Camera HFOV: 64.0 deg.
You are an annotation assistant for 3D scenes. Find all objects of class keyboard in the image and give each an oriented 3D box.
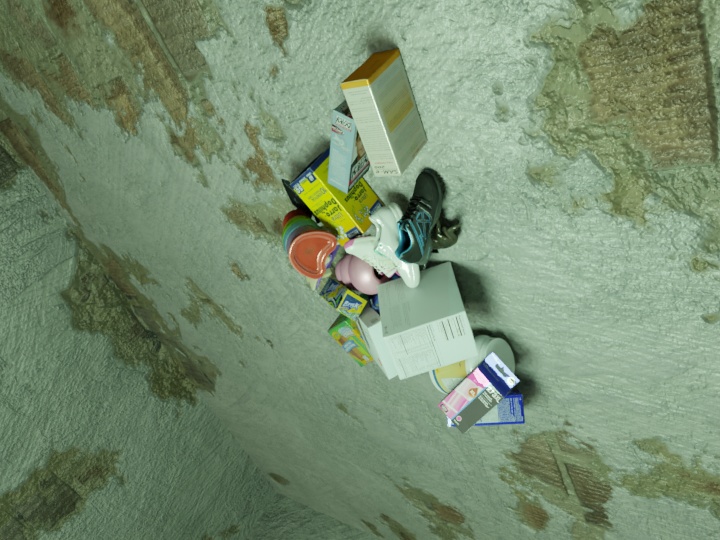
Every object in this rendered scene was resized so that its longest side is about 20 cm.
[{"bbox_3d":[-0.146,-0.171,1.502,0.127,0.021,0.200,43,174,8],"label":"keyboard"}]

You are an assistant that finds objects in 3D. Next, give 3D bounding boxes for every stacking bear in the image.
[{"bbox_3d":[-0.146,-0.088,1.453,0.111,0.201,0.124,16,112,-26],"label":"stacking bear"}]

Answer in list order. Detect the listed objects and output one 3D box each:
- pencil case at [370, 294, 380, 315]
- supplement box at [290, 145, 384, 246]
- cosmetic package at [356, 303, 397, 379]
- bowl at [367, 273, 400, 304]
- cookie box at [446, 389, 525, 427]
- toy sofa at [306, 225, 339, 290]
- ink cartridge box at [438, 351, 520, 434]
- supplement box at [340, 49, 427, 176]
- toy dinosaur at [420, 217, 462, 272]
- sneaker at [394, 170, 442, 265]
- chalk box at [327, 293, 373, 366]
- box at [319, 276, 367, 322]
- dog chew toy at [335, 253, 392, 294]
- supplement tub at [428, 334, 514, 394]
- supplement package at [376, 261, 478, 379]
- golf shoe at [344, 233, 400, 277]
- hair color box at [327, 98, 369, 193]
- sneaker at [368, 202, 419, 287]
[{"bbox_3d":[0.096,0.141,1.560,0.076,0.088,0.203,-10,125,23],"label":"pencil case"},{"bbox_3d":[-0.055,-0.181,1.395,0.201,0.110,0.108,48,145,-13],"label":"supplement box"},{"bbox_3d":[0.041,0.179,1.532,0.154,0.051,0.200,66,172,-16],"label":"cosmetic package"},{"bbox_3d":[0.106,0.089,1.602,0.197,0.040,0.204,26,143,20],"label":"bowl"},{"bbox_3d":[0.326,0.362,1.521,0.193,0.078,0.171,-6,171,11],"label":"cookie box"},{"bbox_3d":[-0.095,-0.036,1.590,0.100,0.081,0.201,63,151,20],"label":"toy sofa"},{"bbox_3d":[0.284,0.299,1.397,0.095,0.037,0.201,45,115,12],"label":"ink cartridge box"},{"bbox_3d":[0.051,-0.307,1.138,0.072,0.127,0.204,5,132,38],"label":"supplement box"},{"bbox_3d":[0.179,-0.083,1.328,0.102,0.078,0.198,39,143,-21],"label":"toy dinosaur"},{"bbox_3d":[0.124,-0.115,1.248,0.072,0.080,0.207,13,99,53],"label":"sneaker"},{"bbox_3d":[-0.007,0.162,1.718,0.200,0.124,0.124,44,146,-7],"label":"chalk box"},{"bbox_3d":[-0.050,0.076,1.578,0.069,0.065,0.200,31,180,-19],"label":"box"},{"bbox_3d":[0.000,0.000,1.540,0.198,0.125,0.126,-4,128,56],"label":"dog chew toy"},{"bbox_3d":[0.288,0.247,1.508,0.197,0.146,0.146,-16,119,50],"label":"supplement tub"},{"bbox_3d":[0.157,0.118,1.384,0.194,0.194,0.150,-18,125,9],"label":"supplement package"},{"bbox_3d":[0.049,-0.034,1.389,0.195,0.095,0.075,5,162,-34],"label":"golf shoe"},{"bbox_3d":[-0.017,-0.280,1.257,0.060,0.100,0.203,28,144,15],"label":"hair color box"},{"bbox_3d":[0.074,-0.047,1.342,0.075,0.087,0.206,7,118,69],"label":"sneaker"}]
